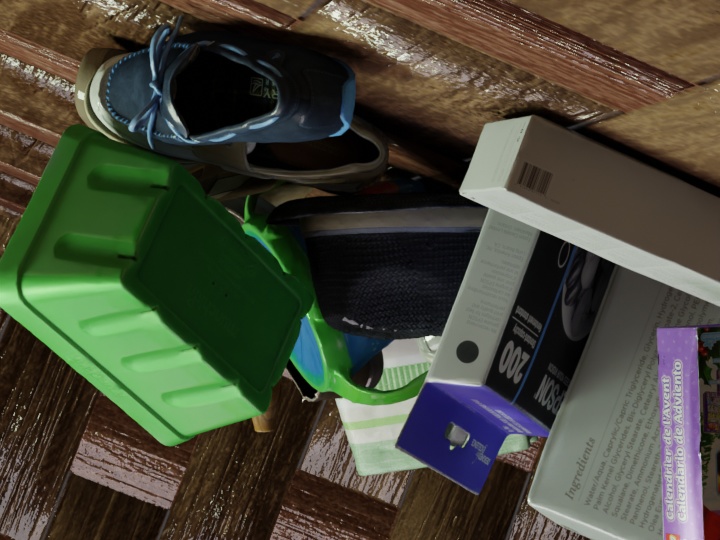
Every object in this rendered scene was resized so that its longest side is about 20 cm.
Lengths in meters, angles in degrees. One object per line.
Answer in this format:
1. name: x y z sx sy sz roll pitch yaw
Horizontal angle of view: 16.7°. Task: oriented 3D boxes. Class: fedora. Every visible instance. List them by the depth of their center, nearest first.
1. fedora: 0.036 -0.001 1.629 0.199 0.092 0.201 -1 177 0

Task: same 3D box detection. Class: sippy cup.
1. sippy cup: 0.000 0.000 1.769 0.179 0.130 0.140 68 166 -15

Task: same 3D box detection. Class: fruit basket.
1. fruit basket: -0.157 0.003 1.595 0.214 0.156 0.216 19 155 9

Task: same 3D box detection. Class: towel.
1. towel: 0.045 0.061 1.898 0.152 0.201 0.023 -10 -154 15

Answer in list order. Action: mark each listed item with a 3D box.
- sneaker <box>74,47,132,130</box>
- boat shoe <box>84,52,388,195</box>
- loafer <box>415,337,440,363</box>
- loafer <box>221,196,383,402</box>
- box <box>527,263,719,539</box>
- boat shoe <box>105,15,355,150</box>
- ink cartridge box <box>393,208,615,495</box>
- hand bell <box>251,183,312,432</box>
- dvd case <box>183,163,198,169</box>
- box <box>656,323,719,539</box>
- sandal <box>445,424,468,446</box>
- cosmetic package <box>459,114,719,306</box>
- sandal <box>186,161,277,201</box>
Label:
1. sneaker: -0.140 -0.103 1.744 0.075 0.071 0.200 13 174 15
2. boat shoe: -0.076 -0.099 1.573 0.199 0.075 0.068 12 175 -11
3. loafer: 0.134 0.027 1.813 0.199 0.070 0.070 -6 -160 12
4. loafer: -0.066 0.019 1.854 0.200 0.073 0.071 46 -135 15
5. box: 0.232 0.102 1.633 0.171 0.201 0.199 22 175 15
6. boat shoe: -0.090 -0.114 1.457 0.199 0.085 0.068 -3 178 45
7. ink cartridge box: 0.101 0.043 1.555 0.043 0.201 0.198 21 174 22
8. hand bell: -0.082 0.029 1.962 0.103 0.201 0.104 -3 -173 0
9. dvd case: -0.153 -0.071 1.903 0.145 0.022 0.200 -11 -174 -17
10. box: 0.264 0.097 1.457 0.199 0.138 0.039 -1 179 -34
11. sandal: 0.106 0.044 1.758 0.045 0.201 0.075 16 -147 -1
12. cosmetic package: 0.164 -0.030 1.413 0.199 0.051 0.083 23 172 -15
13. sandal: -0.107 -0.073 1.703 0.080 0.054 0.200 -13 -177 -7
